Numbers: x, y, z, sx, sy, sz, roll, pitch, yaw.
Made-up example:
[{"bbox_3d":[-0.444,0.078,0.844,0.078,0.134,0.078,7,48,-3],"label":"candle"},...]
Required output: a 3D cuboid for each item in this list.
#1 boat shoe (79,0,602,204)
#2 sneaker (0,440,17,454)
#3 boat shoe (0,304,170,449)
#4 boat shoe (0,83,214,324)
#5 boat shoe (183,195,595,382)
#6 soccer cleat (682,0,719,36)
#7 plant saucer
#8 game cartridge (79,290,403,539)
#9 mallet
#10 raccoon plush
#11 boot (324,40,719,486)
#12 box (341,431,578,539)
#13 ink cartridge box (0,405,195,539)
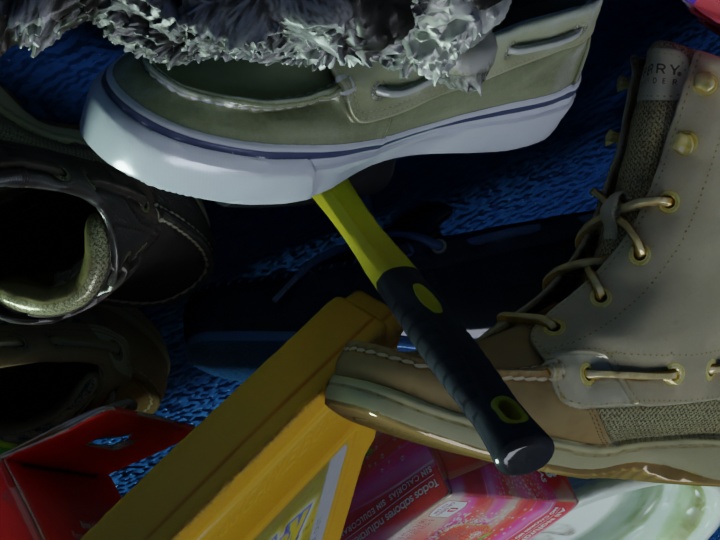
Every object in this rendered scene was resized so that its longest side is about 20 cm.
[{"bbox_3d":[-0.003,-0.072,0.775,0.200,0.072,0.062,-13,137,-40],"label":"boat shoe"},{"bbox_3d":[-0.115,0.139,0.963,0.200,0.084,0.074,36,115,-16],"label":"sneaker"},{"bbox_3d":[-0.134,0.039,0.857,0.073,0.063,0.200,-36,153,20],"label":"boat shoe"},{"bbox_3d":[-0.108,-0.012,0.780,0.073,0.065,0.200,-35,153,18],"label":"boat shoe"},{"bbox_3d":[0.030,0.007,0.926,0.200,0.069,0.084,-2,163,-8],"label":"boat shoe"},{"bbox_3d":[0.153,-0.096,0.852,0.200,0.068,0.073,3,147,-48],"label":"soccer cleat"},{"bbox_3d":[0.099,0.143,1.262,0.200,0.050,0.200,-20,154,-10],"label":"plant saucer"},{"bbox_3d":[-0.055,0.118,0.858,0.176,0.032,0.200,-44,161,-40],"label":"game cartridge"},{"bbox_3d":[0.000,0.000,0.762,0.066,0.200,0.041,-1,124,-20],"label":"mallet"},{"bbox_3d":[-0.044,-0.097,0.701,0.200,0.097,0.134,1,172,14],"label":"raccoon plush"},{"bbox_3d":[0.085,-0.006,0.832,0.200,0.156,0.073,7,-176,-29],"label":"boot"},{"bbox_3d":[-0.017,0.115,1.061,0.200,0.095,0.103,-39,151,27],"label":"box"},{"bbox_3d":[-0.148,0.126,0.864,0.200,0.067,0.116,-29,167,8],"label":"ink cartridge box"}]
